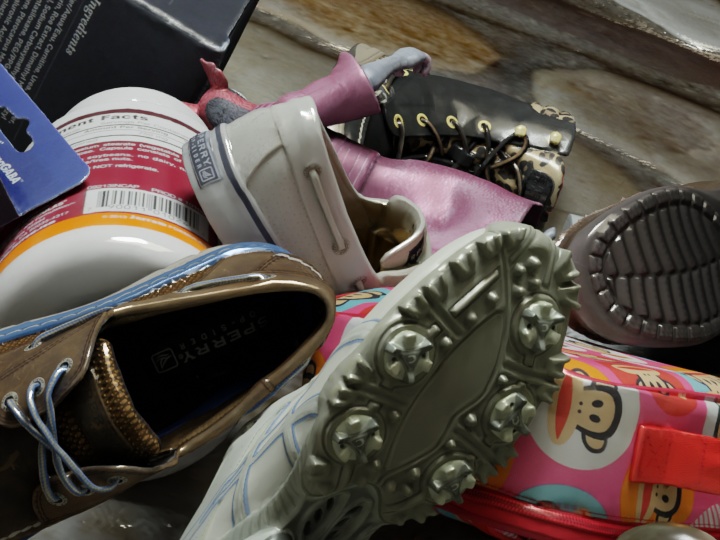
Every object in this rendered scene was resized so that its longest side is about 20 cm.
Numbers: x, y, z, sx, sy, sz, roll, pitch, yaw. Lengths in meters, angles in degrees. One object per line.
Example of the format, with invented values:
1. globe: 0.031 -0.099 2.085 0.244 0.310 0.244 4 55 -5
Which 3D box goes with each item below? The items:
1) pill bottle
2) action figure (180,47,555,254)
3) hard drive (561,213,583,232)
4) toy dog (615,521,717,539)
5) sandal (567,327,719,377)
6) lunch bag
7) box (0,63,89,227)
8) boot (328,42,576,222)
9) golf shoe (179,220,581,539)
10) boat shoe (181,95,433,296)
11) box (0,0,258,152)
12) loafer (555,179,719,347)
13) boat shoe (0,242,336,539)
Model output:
1. pill bottle: -0.102 -0.005 0.788 0.113 0.113 0.200 12 24 -10
2. action figure: -0.012 -0.030 0.894 0.200 0.134 0.149 30 36 0
3. hard drive: 0.213 0.027 1.026 0.200 0.027 0.132 15 24 -4
4. toy dog: 0.159 0.154 0.594 0.200 0.140 0.194 18 11 3
5. sandal: 0.165 0.045 0.898 0.200 0.048 0.075 24 67 28
6. lunch bag: 0.089 0.064 0.717 0.176 0.082 0.200 13 0 42
7. box: -0.219 -0.025 0.730 0.200 0.032 0.121 -30 41 -14
8. boot: 0.049 -0.074 1.086 0.150 0.073 0.200 17 19 2
9. golf shoe: -0.010 0.056 0.624 0.078 0.200 0.097 35 6 -34
10. boat shoe: 0.000 0.000 0.767 0.070 0.200 0.071 -26 43 8
11. box: -0.168 -0.153 1.010 0.200 0.118 0.197 29 24 -6
12. loafer: 0.147 -0.003 0.867 0.071 0.073 0.200 -14 0 42
13. boat shoe: -0.098 0.046 0.634 0.200 0.072 0.072 -33 10 -17
